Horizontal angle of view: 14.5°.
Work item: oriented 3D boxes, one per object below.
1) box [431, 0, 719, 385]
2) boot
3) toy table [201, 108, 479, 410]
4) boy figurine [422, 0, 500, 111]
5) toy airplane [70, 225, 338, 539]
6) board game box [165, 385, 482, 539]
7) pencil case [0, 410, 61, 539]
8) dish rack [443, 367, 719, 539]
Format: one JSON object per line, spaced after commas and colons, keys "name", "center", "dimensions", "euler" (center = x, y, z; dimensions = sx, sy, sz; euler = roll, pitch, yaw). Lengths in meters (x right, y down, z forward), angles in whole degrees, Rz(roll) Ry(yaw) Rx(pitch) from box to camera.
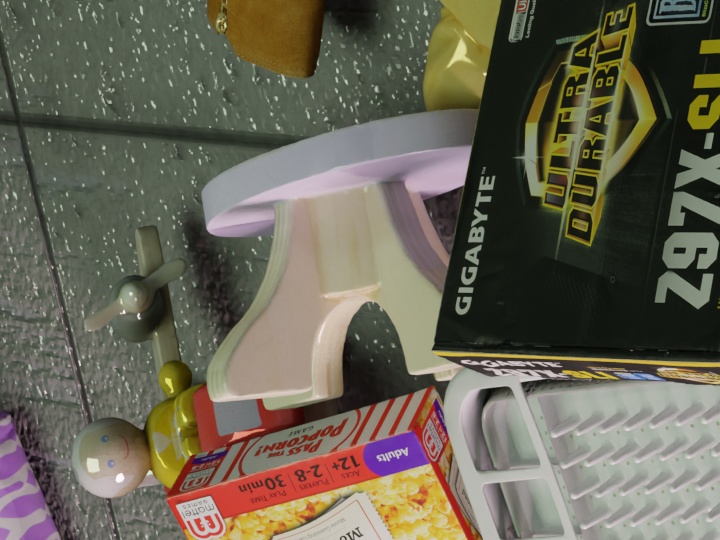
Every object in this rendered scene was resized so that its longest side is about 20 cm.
{"name": "box", "center": [0.118, -0.054, 1.166], "dimensions": [0.159, 0.049, 0.201], "euler": [2, 75, 43]}
{"name": "boot", "center": [-0.023, -0.165, 1.406], "dimensions": [0.201, 0.070, 0.145], "euler": [32, 126, 58]}
{"name": "toy table", "center": [0.000, 0.000, 1.403], "dimensions": [0.200, 0.183, 0.118], "euler": [156, 107, -66]}
{"name": "boy figurine", "center": [0.075, -0.147, 1.307], "dimensions": [0.124, 0.064, 0.201], "euler": [41, 138, 31]}
{"name": "toy airplane", "center": [-0.104, 0.101, 1.603], "dimensions": [0.200, 0.140, 0.200], "euler": [47, 134, 46]}
{"name": "board game box", "center": [0.009, 0.172, 1.488], "dimensions": [0.151, 0.046, 0.201], "euler": [-17, 112, 25]}
{"name": "pencil case", "center": [-0.241, 0.194, 1.881], "dimensions": [0.084, 0.085, 0.201], "euler": [-18, 93, 55]}
{"name": "dish rack", "center": [0.136, 0.109, 1.220], "dimensions": [0.199, 0.043, 0.173], "euler": [-9, 103, 48]}
